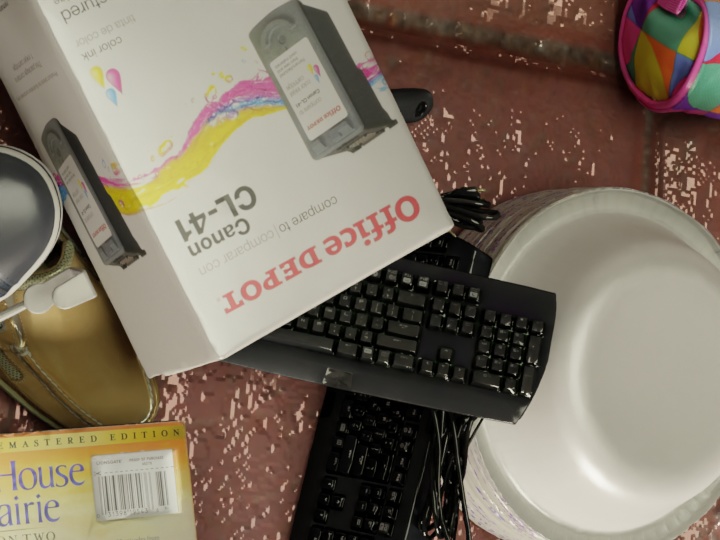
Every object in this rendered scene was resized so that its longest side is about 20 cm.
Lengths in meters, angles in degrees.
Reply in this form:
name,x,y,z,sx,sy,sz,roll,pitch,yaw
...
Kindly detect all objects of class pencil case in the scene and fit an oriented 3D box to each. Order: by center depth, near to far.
name,x,y,z,sx,sy,sz,roll,pitch,yaw
pencil case,0.247,-0.129,1.242,0.200,0.088,0.089,-1,89,-32

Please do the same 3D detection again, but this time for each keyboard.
name,x,y,z,sx,sy,sz,roll,pitch,yaw
keyboard,0.000,0.000,1.067,0.199,0.021,0.127,12,62,-2
keyboard,0.017,0.072,1.083,0.040,0.104,0.201,28,72,-57

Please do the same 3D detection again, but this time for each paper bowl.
name,x,y,z,sx,sy,sz,roll,pitch,yaw
paper bowl,0.133,0.055,1.156,0.200,0.104,0.201,0,90,-32

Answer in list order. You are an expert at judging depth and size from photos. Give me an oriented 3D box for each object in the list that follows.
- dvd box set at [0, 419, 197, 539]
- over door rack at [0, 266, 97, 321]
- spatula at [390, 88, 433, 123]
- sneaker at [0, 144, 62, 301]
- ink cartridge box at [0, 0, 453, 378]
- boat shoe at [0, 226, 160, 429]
name,x,y,z,sx,sy,sz,roll,pitch,yaw
dvd box set,-0.139,0.172,0.969,0.146,0.029,0.201,-3,82,-30
over door rack,-0.233,-0.016,0.937,0.200,0.067,0.148,-25,102,-3
spatula,-0.040,-0.082,1.094,0.200,0.021,0.057,-3,121,-36
sneaker,-0.217,0.002,0.869,0.199,0.079,0.079,-17,100,-6
ink cartridge box,-0.069,-0.073,0.988,0.147,0.086,0.200,-29,95,-27
boat shoe,-0.156,0.005,0.996,0.072,0.076,0.200,-48,112,-23
